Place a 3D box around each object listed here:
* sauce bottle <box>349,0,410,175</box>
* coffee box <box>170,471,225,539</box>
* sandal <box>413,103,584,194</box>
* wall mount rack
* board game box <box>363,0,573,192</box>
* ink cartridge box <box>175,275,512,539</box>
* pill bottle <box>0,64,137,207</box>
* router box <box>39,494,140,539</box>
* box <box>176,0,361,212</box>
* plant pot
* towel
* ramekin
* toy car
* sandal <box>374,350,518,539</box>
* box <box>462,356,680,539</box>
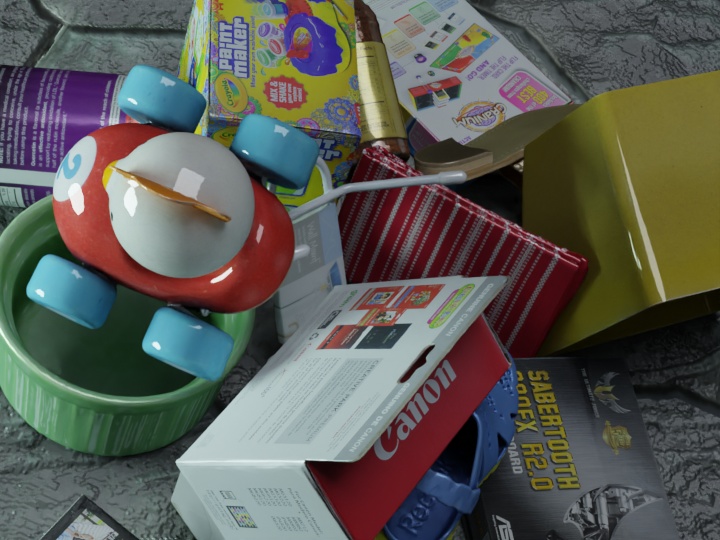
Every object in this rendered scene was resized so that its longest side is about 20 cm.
[{"bbox_3d":[-0.007,-0.185,1.529,0.066,0.066,0.201,-8,76,-22],"label":"sauce bottle"},{"bbox_3d":[-0.024,0.154,1.296,0.199,0.080,0.113,-25,66,-31],"label":"coffee box"},{"bbox_3d":[0.137,-0.089,1.519,0.211,0.070,0.078,-18,26,-29],"label":"sandal"},{"bbox_3d":[0.000,0.000,1.339,0.173,0.201,0.074,-27,37,-31],"label":"wall mount rack"},{"bbox_3d":[0.074,-0.178,1.603,0.153,0.040,0.200,-31,68,-33],"label":"board game box"},{"bbox_3d":[0.006,0.095,1.179,0.200,0.175,0.084,-47,118,-36],"label":"ink cartridge box"},{"bbox_3d":[-0.250,-0.105,1.390,0.199,0.113,0.113,5,52,-2],"label":"pill bottle"},{"bbox_3d":[-0.197,0.270,1.173,0.149,0.051,0.200,37,52,9],"label":"router box"},{"bbox_3d":[-0.083,-0.130,1.420,0.121,0.193,0.201,6,53,-12],"label":"box"},{"bbox_3d":[0.241,-0.051,1.425,0.199,0.200,0.177,-14,80,-25],"label":"plant pot"},{"bbox_3d":[0.073,-0.006,1.406,0.199,0.145,0.023,29,46,6],"label":"towel"},{"bbox_3d":[-0.185,0.042,1.319,0.199,0.098,0.201,9,52,-11],"label":"ramekin"},{"bbox_3d":[-0.133,-0.046,1.165,0.176,0.200,0.185,24,82,6],"label":"toy car"},{"bbox_3d":[0.070,0.123,1.246,0.079,0.087,0.201,25,51,0],"label":"sandal"},{"bbox_3d":[0.154,0.163,1.366,0.157,0.048,0.201,0,54,-17],"label":"box"}]
